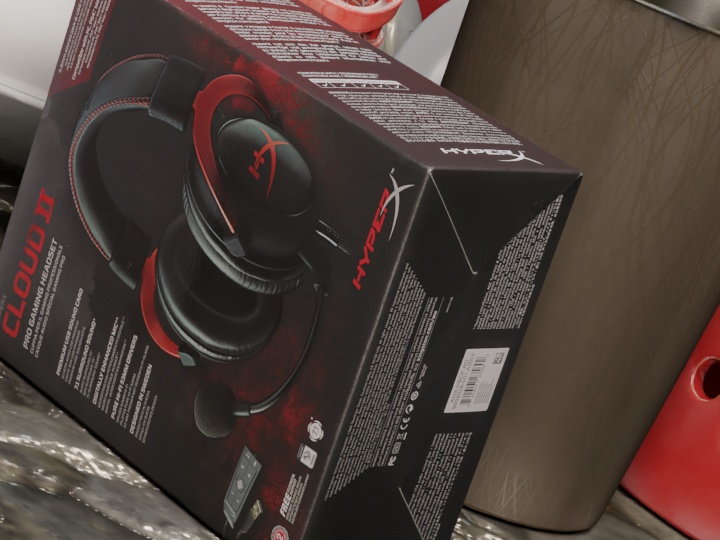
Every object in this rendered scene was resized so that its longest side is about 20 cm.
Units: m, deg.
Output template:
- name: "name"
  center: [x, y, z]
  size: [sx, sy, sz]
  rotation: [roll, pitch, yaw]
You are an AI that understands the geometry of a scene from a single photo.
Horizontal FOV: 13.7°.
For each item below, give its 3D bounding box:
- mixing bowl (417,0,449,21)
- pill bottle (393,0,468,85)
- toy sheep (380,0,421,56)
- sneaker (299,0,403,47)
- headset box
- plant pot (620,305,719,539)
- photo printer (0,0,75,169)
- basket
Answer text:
- name: "mixing bowl"
  center: [0.061, -0.111, 1.672]
  size: [0.200, 0.108, 0.200]
  rotation: [23, 13, -5]
- name: "pill bottle"
  center: [0.098, -0.038, 1.342]
  size: [0.114, 0.114, 0.200]
  rotation: [33, -3, 35]
- name: "toy sheep"
  center: [-0.039, -0.127, 1.525]
  size: [0.200, 0.138, 0.138]
  rotation: [4, 15, -4]
- name: "sneaker"
  center: [-0.025, -0.058, 1.085]
  size: [0.067, 0.202, 0.108]
  rotation: [-12, -8, -46]
- name: "headset box"
  center: [-0.039, -0.008, 0.998]
  size: [0.075, 0.149, 0.200]
  rotation: [0, 26, -45]
- name: "plant pot"
  center: [0.217, 0.030, 1.232]
  size: [0.200, 0.183, 0.200]
  rotation: [24, 11, -5]
- name: "photo printer"
  center: [-0.119, -0.078, 1.216]
  size: [0.200, 0.070, 0.166]
  rotation: [21, -9, -36]
- name: "basket"
  center: [0.079, -0.016, 1.122]
  size: [0.136, 0.200, 0.180]
  rotation: [30, 16, 25]
